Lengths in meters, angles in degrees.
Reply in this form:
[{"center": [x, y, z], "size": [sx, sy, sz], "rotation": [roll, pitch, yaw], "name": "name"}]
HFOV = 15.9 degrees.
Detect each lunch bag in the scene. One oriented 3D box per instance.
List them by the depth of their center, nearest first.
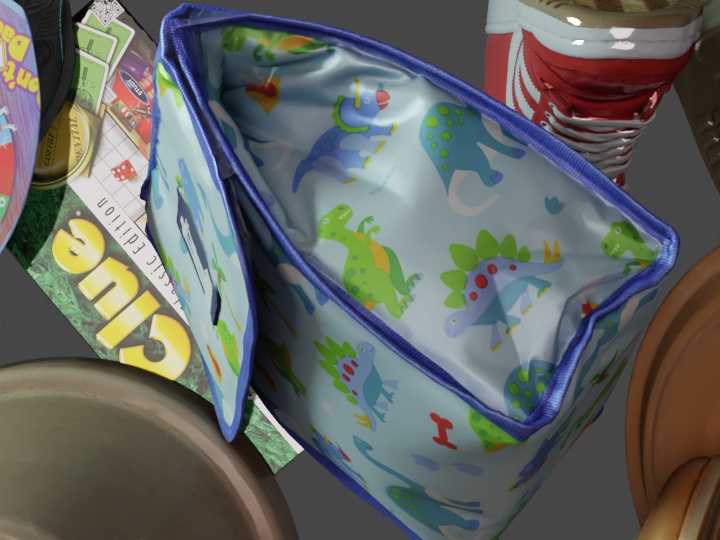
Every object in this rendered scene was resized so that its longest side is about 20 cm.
[{"center": [0.000, 0.000, 0.965], "size": [0.200, 0.170, 0.128], "rotation": [38, 68, 10], "name": "lunch bag"}]

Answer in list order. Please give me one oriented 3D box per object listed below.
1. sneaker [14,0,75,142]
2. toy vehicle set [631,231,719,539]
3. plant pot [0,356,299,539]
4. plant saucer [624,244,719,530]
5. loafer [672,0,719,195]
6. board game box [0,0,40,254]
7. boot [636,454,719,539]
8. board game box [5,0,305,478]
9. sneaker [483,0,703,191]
[{"center": [-0.147, -0.134, 1.035], "size": [0.075, 0.079, 0.201], "rotation": [12, 81, 12], "name": "sneaker"}, {"center": [0.191, 0.069, 1.073], "size": [0.123, 0.027, 0.201], "rotation": [16, 88, -1], "name": "toy vehicle set"}, {"center": [-0.129, 0.138, 0.979], "size": [0.199, 0.175, 0.202], "rotation": [0, 92, 6], "name": "plant pot"}, {"center": [0.178, 0.077, 0.916], "size": [0.199, 0.032, 0.202], "rotation": [14, 114, 35], "name": "plant saucer"}, {"center": [0.154, -0.105, 1.055], "size": [0.076, 0.067, 0.201], "rotation": [-20, 69, 23], "name": "loafer"}, {"center": [-0.220, -0.069, 1.017], "size": [0.200, 0.039, 0.158], "rotation": [38, 110, 15], "name": "board game box"}, {"center": [0.055, 0.142, 0.946], "size": [0.155, 0.077, 0.201], "rotation": [21, 101, 34], "name": "boot"}, {"center": [-0.079, -0.008, 1.072], "size": [0.105, 0.023, 0.200], "rotation": [-41, 89, 0], "name": "board game box"}, {"center": [0.082, -0.053, 0.992], "size": [0.071, 0.200, 0.113], "rotation": [5, 96, -5], "name": "sneaker"}]
